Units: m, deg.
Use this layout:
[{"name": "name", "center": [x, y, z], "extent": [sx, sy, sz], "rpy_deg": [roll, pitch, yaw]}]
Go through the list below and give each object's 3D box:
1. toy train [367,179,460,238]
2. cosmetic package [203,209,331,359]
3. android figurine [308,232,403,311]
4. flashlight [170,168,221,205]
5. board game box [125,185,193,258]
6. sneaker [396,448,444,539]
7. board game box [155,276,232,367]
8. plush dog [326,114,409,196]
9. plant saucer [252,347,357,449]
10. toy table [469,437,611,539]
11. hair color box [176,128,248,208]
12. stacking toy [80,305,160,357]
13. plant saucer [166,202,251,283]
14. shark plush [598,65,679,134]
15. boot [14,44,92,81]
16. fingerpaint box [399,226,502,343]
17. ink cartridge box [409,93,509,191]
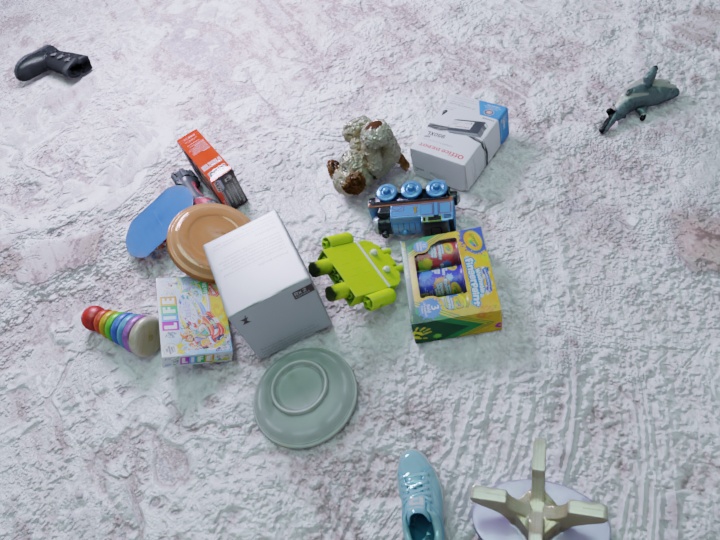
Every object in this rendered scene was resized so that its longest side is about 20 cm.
[{"name": "toy train", "center": [0.111, -0.124, 1.339], "extent": [0.199, 0.087, 0.115], "rpy_deg": [-4, 59, 11]}, {"name": "cosmetic package", "center": [-0.180, 0.028, 1.242], "extent": [0.164, 0.165, 0.200], "rpy_deg": [-26, 52, -3]}, {"name": "android figurine", "center": [0.000, 0.000, 1.245], "extent": [0.199, 0.041, 0.182], "rpy_deg": [-14, 58, -38]}, {"name": "flashlight", "center": [-0.383, -0.175, 1.518], "extent": [0.068, 0.068, 0.200], "rpy_deg": [-33, 48, -8]}, {"name": "board game box", "center": [-0.458, -0.107, 1.484], "extent": [0.200, 0.039, 0.158], "rpy_deg": [-43, 46, 0]}, {"name": "sneaker", "center": [0.095, 0.361, 0.976], "extent": [0.073, 0.082, 0.201], "rpy_deg": [-14, 52, 2]}, {"name": "board game box", "center": [-0.337, 0.097, 1.283], "extent": [0.134, 0.034, 0.201], "rpy_deg": [-4, 49, -19]}, {"name": "plush dog", "center": [0.007, -0.240, 1.439], "extent": [0.172, 0.161, 0.200], "rpy_deg": [-43, 26, -1]}, {"name": "plant saucer", "center": [-0.106, 0.219, 1.155], "extent": [0.199, 0.050, 0.201], "rpy_deg": [-7, 52, 9]}, {"name": "toy table", "center": [0.259, 0.351, 0.921], "extent": [0.199, 0.117, 0.185], "rpy_deg": [-7, 52, 10]}, {"name": "hair color box", "center": [-0.355, -0.240, 1.525], "extent": [0.064, 0.111, 0.200], "rpy_deg": [-36, 53, -13]}, {"name": "stacking toy", "center": [-0.504, 0.113, 1.320], "extent": [0.199, 0.086, 0.086], "rpy_deg": [15, 58, 28]}, {"name": "plant saucer", "center": [-0.314, -0.066, 1.372], "extent": [0.199, 0.032, 0.201], "rpy_deg": [9, 56, -14]}, {"name": "shark plush", "center": [0.614, -0.371, 1.411], "extent": [0.200, 0.091, 0.083], "rpy_deg": [-36, 83, -19]}, {"name": "boot", "center": [-0.969, -0.637, 2.006], "extent": [0.199, 0.066, 0.165], "rpy_deg": [25, 64, 24]}, {"name": "fingerpaint box", "center": [0.170, 0.025, 1.216], "extent": [0.166, 0.074, 0.201], "rpy_deg": [-9, 52, 7]}, {"name": "ink cartridge box", "center": [0.224, -0.291, 1.434], "extent": [0.144, 0.084, 0.200], "rpy_deg": [23, 63, 28]}]
